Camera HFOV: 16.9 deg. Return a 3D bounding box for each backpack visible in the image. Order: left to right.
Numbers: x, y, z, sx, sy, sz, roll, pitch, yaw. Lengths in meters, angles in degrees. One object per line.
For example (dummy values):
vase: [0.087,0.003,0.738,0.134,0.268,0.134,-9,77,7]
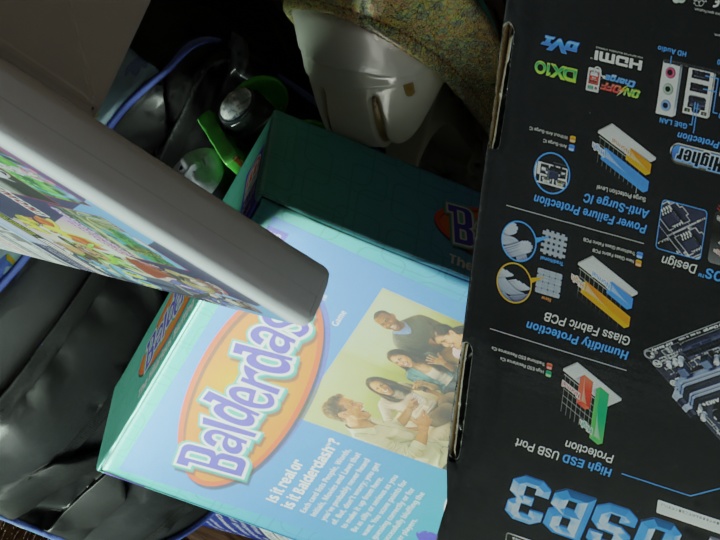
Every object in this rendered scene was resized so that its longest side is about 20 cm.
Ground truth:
backpack: [-0.091,-0.002,0.942,0.183,0.200,0.147,35,-176,-42]

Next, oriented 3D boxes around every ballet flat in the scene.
ballet flat: [0.018,-0.060,0.810,0.071,0.071,0.200,18,165,29]

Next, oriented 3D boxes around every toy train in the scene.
toy train: [0.000,0.000,0.881,0.200,0.056,0.042,42,-169,-44]

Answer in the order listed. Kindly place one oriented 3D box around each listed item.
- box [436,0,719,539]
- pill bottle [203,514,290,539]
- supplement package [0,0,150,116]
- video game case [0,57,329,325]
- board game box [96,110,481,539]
box: [0.123,0.013,0.636,0.200,0.199,0.050,16,-160,31]
pill bottle: [-0.015,0.064,1.046,0.200,0.116,0.116,9,161,34]
supplement package: [-0.152,-0.130,0.716,0.200,0.121,0.120,11,164,47]
video game case: [-0.133,-0.044,0.716,0.182,0.023,0.200,13,166,41]
board game box: [0.029,0.044,0.830,0.200,0.045,0.152,21,133,-14]
